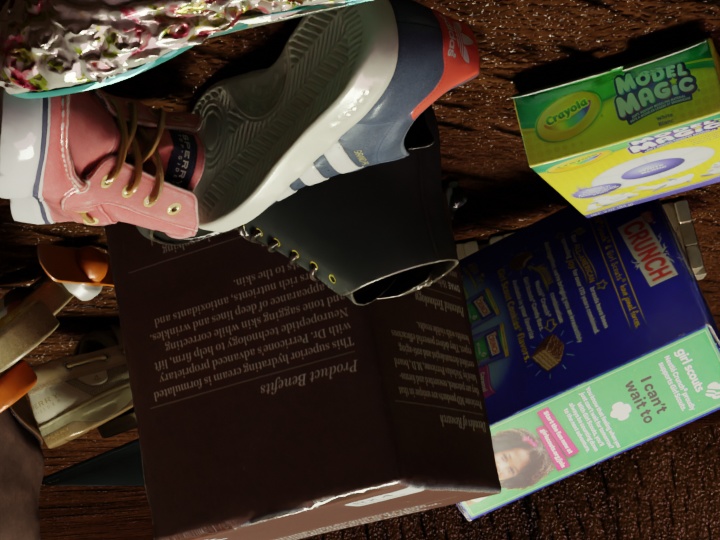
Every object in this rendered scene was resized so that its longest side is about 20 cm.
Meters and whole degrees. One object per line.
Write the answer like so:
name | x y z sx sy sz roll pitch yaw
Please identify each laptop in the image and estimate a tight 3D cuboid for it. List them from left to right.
laptop | -0.137 0.104 1.564 0.103 0.201 0.177 42 140 -22

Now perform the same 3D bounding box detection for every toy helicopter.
toy helicopter | -0.199 0.030 1.176 0.132 0.079 0.200 -36 -171 -8

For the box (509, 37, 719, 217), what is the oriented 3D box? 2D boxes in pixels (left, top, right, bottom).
box | 0.161 -0.081 1.120 0.116 0.049 0.200 -15 166 15

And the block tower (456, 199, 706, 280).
block tower | 0.157 -0.005 1.441 0.198 0.055 0.058 -11 169 -4

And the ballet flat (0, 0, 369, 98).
ballet flat | -0.053 -0.122 0.719 0.198 0.076 0.064 -17 137 3

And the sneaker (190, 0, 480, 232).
sneaker | -0.016 -0.069 0.935 0.084 0.076 0.200 2 162 -33

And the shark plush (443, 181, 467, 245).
shark plush | 0.000 0.000 1.301 0.083 0.092 0.199 30 153 -25

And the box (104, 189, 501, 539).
box | -0.033 0.051 1.171 0.164 0.202 0.164 -15 167 22

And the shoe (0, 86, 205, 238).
shoe | -0.114 -0.058 0.874 0.090 0.072 0.200 3 172 -6

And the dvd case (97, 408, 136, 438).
dvd case | -0.113 0.079 1.493 0.148 0.016 0.200 -30 -178 -24

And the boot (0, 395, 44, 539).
boot | -0.291 0.151 1.453 0.072 0.168 0.200 -15 165 17

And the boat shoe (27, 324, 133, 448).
boat shoe | -0.179 0.071 1.452 0.071 0.065 0.200 -28 180 26

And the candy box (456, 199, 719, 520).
candy box | 0.131 0.047 1.285 0.199 0.170 0.077 -27 127 11

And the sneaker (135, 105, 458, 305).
sneaker | -0.042 -0.024 1.042 0.199 0.107 0.074 -20 165 34
